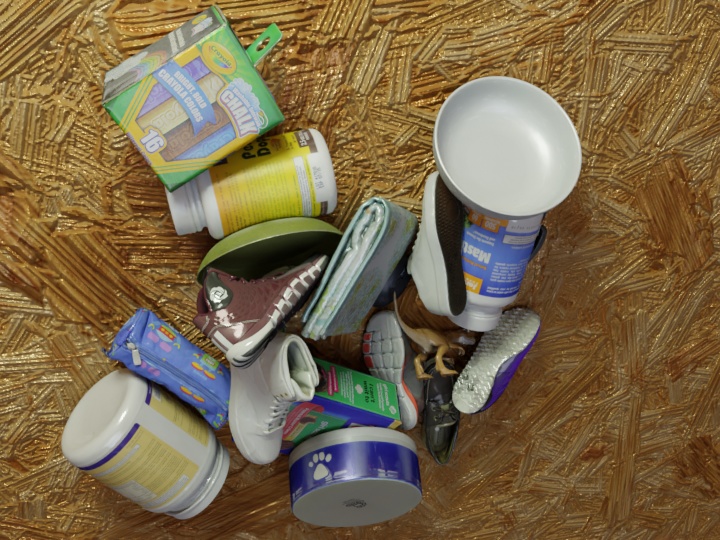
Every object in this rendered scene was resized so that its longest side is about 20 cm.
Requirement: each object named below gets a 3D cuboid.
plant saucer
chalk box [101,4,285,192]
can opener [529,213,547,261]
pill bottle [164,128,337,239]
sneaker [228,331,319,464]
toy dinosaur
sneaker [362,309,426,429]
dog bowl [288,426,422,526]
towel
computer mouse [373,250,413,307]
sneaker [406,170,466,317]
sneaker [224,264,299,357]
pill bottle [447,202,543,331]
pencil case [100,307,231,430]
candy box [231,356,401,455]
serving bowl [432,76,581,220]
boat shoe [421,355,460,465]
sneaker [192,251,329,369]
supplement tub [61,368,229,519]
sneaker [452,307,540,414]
[{"bbox_3d":[-0.115,-0.024,0.935,0.199,0.031,0.200,-15,166,-4],"label":"plant saucer"},{"bbox_3d":[-0.170,-0.207,0.817,0.199,0.125,0.124,-31,123,1],"label":"chalk box"},{"bbox_3d":[0.260,-0.097,1.079,0.067,0.053,0.201,-14,128,-50],"label":"can opener"},{"bbox_3d":[-0.136,-0.103,0.895,0.199,0.109,0.110,-14,122,-11],"label":"pill bottle"},{"bbox_3d":[-0.108,0.169,0.926,0.073,0.115,0.201,-22,113,-46],"label":"sneaker"},{"bbox_3d":[0.100,0.109,1.104,0.060,0.107,0.199,-23,153,36],"label":"toy dinosaur"},{"bbox_3d":[0.062,0.146,1.139,0.082,0.077,0.201,-32,120,-46],"label":"sneaker"},{"bbox_3d":[-0.008,0.315,1.094,0.199,0.079,0.201,-4,143,-3],"label":"dog bowl"},{"bbox_3d":[0.000,0.000,0.970,0.048,0.171,0.201,33,97,13],"label":"towel"},{"bbox_3d":[0.080,-0.019,1.061,0.059,0.034,0.200,36,102,-30],"label":"computer mouse"},{"bbox_3d":[0.094,-0.037,1.004,0.073,0.084,0.201,-11,102,-46],"label":"sneaker"},{"bbox_3d":[-0.122,0.075,1.001,0.077,0.080,0.201,0,132,-40],"label":"sneaker"},{"bbox_3d":[0.185,-0.017,1.050,0.111,0.112,0.201,2,119,-19],"label":"pill bottle"},{"bbox_3d":[-0.241,0.133,0.973,0.200,0.087,0.078,37,95,-11],"label":"pencil case"},{"bbox_3d":[-0.067,0.211,1.084,0.199,0.077,0.169,20,133,-27],"label":"candy box"},{"bbox_3d":[0.186,-0.153,0.958,0.199,0.201,0.066,-10,164,-13],"label":"serving bowl"},{"bbox_3d":[0.137,0.235,1.204,0.073,0.065,0.201,-12,121,-10],"label":"boat shoe"},{"bbox_3d":[-0.126,0.016,0.880,0.115,0.200,0.076,36,137,4],"label":"sneaker"},{"bbox_3d":[-0.295,0.247,1.018,0.145,0.146,0.200,-39,123,5],"label":"supplement tub"},{"bbox_3d":[0.225,0.152,1.192,0.200,0.069,0.100,-52,151,-4],"label":"sneaker"}]
